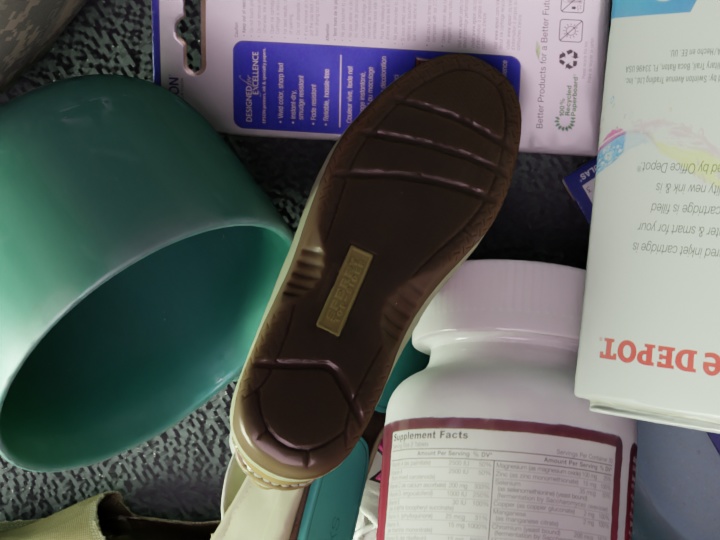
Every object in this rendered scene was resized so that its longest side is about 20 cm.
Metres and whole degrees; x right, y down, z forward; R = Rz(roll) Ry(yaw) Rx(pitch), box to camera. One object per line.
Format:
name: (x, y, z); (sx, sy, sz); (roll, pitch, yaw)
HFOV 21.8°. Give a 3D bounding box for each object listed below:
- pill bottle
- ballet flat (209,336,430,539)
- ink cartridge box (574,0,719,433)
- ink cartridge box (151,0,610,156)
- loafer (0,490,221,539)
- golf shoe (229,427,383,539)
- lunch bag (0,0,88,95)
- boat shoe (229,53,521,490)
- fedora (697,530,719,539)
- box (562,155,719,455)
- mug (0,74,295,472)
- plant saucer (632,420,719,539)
pill bottle: (0.061, 0.103, 0.794); (0.109, 0.110, 0.201); (3, 77, 7)
ballet flat: (-0.018, 0.061, 0.839); (0.069, 0.069, 0.200); (24, 72, -2)
ink cartridge box: (0.165, -0.037, 0.712); (0.084, 0.144, 0.201); (7, 90, -35)
ink cartridge box: (0.009, -0.104, 0.816); (0.199, 0.037, 0.095); (3, 113, 5)
loafer: (-0.140, 0.143, 0.919); (0.199, 0.076, 0.068); (4, 112, -4)
golf shoe: (0.025, 0.122, 0.873); (0.200, 0.092, 0.073); (31, 115, -2)
lunch bag: (-0.165, -0.135, 0.741); (0.117, 0.200, 0.164); (37, 113, -8)
boat shoe: (0.000, 0.000, 0.772); (0.072, 0.076, 0.200); (32, 68, 1)
fedora: (0.201, 0.207, 0.867); (0.200, 0.092, 0.201); (-4, 78, 22)
box: (0.186, 0.015, 0.792); (0.121, 0.032, 0.200); (-32, 75, 19)
mug: (-0.117, 0.001, 0.801); (0.152, 0.185, 0.114); (-31, 66, -19)
plant saucer: (0.192, 0.058, 0.820); (0.199, 0.027, 0.201); (0, 89, 23)
